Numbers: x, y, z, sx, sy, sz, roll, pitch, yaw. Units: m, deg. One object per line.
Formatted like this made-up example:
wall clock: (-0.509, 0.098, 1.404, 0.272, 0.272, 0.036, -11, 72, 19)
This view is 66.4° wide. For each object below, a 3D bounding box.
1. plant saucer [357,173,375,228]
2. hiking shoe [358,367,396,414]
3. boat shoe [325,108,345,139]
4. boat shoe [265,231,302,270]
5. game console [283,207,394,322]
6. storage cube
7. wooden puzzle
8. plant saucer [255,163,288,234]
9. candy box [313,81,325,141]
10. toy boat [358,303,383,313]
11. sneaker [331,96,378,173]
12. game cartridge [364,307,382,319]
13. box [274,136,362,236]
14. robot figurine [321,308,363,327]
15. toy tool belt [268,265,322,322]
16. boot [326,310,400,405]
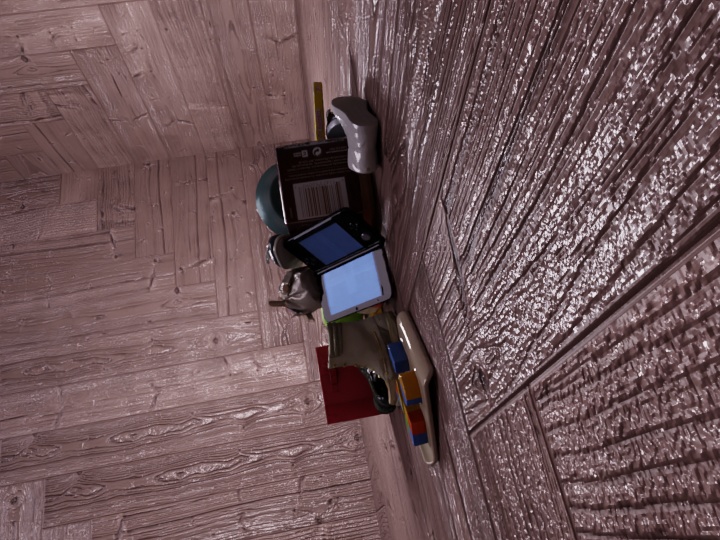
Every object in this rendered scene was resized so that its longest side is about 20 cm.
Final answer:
plant saucer: (0.005, -0.169, 1.239, 0.200, 0.032, 0.202, 172, 90, -84)
hiking shoe: (0.044, 0.239, 1.328, 0.101, 0.075, 0.201, 109, 140, -61)
boat shoe: (-0.059, -0.367, 1.359, 0.200, 0.070, 0.092, 138, 121, -85)
boat shoe: (-0.178, -0.044, 1.245, 0.200, 0.061, 0.076, 28, -100, -79)
game console: (-0.049, -0.007, 1.123, 0.172, 0.199, 0.119, 39, -136, -31)
storage cube: (-0.022, 0.308, 1.528, 0.201, 0.178, 0.172, 92, 168, -58)
wooden puzzle: (0.085, 0.200, 0.945, 0.186, 0.046, 0.202, -108, 11, -60)
plant saucer: (-0.153, -0.174, 1.332, 0.036, 0.198, 0.202, 157, 104, -66)
candy box: (-0.099, -0.344, 1.339, 0.103, 0.026, 0.202, -95, 4, -60)
toy boat: (0.000, 0.000, 1.250, 0.131, 0.129, 0.201, -60, 29, 32)
sneaker: (-0.013, -0.259, 1.065, 0.201, 0.073, 0.116, -109, 14, -54)
game cartridge: (0.029, 0.099, 1.423, 0.200, 0.032, 0.178, 91, 169, -66)
box: (-0.091, -0.171, 1.207, 0.200, 0.164, 0.166, 122, 138, -82)
robot figurine: (-0.048, 0.099, 1.470, 0.201, 0.115, 0.177, 91, 160, -58)
toy tool belt: (-0.123, 0.057, 1.301, 0.200, 0.122, 0.126, 8, -121, -65)
boot: (0.009, 0.193, 1.142, 0.072, 0.153, 0.202, -129, 30, -79)
